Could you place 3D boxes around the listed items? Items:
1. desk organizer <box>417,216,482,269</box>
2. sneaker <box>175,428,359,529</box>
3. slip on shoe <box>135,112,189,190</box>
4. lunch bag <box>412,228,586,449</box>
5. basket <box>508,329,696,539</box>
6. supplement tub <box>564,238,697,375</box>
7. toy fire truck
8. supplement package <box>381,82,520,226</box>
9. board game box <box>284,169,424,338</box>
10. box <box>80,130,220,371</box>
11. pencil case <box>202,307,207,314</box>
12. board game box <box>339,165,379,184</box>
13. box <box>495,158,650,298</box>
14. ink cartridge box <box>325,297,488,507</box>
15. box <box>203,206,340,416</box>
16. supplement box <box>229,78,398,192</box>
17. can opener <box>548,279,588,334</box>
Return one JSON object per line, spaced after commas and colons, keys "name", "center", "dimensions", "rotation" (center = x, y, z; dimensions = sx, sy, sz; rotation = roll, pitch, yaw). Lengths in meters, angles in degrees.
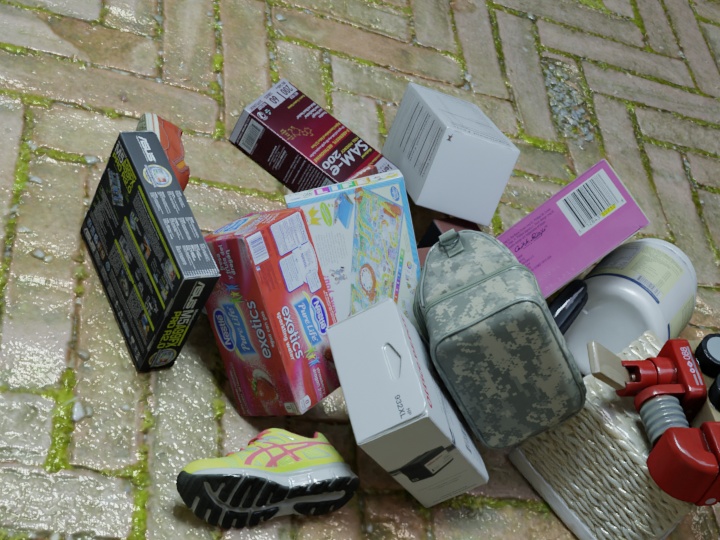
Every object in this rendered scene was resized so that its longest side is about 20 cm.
{"name": "desk organizer", "center": [0.074, -0.012, 1.584], "dimensions": [0.198, 0.072, 0.077], "rotation": [-8, 53, -37]}
{"name": "sneaker", "center": [-0.102, 0.203, 1.276], "dimensions": [0.198, 0.079, 0.091], "rotation": [6, 40, -36]}
{"name": "slip on shoe", "center": [-0.229, -0.109, 1.483], "dimensions": [0.061, 0.074, 0.201], "rotation": [13, 41, -26]}
{"name": "lunch bag", "center": [0.148, 0.069, 1.372], "dimensions": [0.201, 0.138, 0.169], "rotation": [57, 13, -35]}
{"name": "basket", "center": [0.320, 0.207, 1.470], "dimensions": [0.200, 0.161, 0.197], "rotation": [46, 44, 16]}
{"name": "supplement tub", "center": [0.356, 0.048, 1.643], "dimensions": [0.145, 0.145, 0.200], "rotation": [42, 35, 10]}
{"name": "toy fire truck", "center": [0.322, 0.148, 1.330], "dimensions": [0.197, 0.129, 0.177], "rotation": [1, 50, -15]}
{"name": "supplement package", "center": [0.115, -0.157, 1.662], "dimensions": [0.113, 0.111, 0.200], "rotation": [16, 20, -18]}
{"name": "board game box", "center": [0.000, 0.000, 1.408], "dimensions": [0.133, 0.202, 0.034], "rotation": [-13, 19, -4]}
{"name": "box", "center": [-0.227, -0.021, 1.331], "dimensions": [0.044, 0.161, 0.201], "rotation": [-5, 53, -36]}
{"name": "pencil case", "center": [-0.095, 0.008, 1.449], "dimensions": [0.198, 0.083, 0.092], "rotation": [0, 81, -33]}
{"name": "board game box", "center": [0.014, -0.009, 1.461], "dimensions": [0.103, 0.019, 0.202], "rotation": [-35, 113, -31]}
{"name": "box", "center": [0.266, -0.047, 1.576], "dimensions": [0.097, 0.175, 0.200], "rotation": [55, 12, 6]}
{"name": "ink cartridge box", "center": [0.051, 0.144, 1.332], "dimensions": [0.200, 0.083, 0.146], "rotation": [51, 18, -53]}
{"name": "box", "center": [-0.095, 0.045, 1.332], "dimensions": [0.099, 0.095, 0.202], "rotation": [-31, 109, -46]}
{"name": "supplement box", "center": [-0.060, -0.152, 1.637], "dimensions": [0.199, 0.061, 0.109], "rotation": [38, 41, 3]}
{"name": "can opener", "center": [0.215, 0.094, 1.524], "dimensions": [0.078, 0.064, 0.200], "rotation": [34, 70, 15]}
